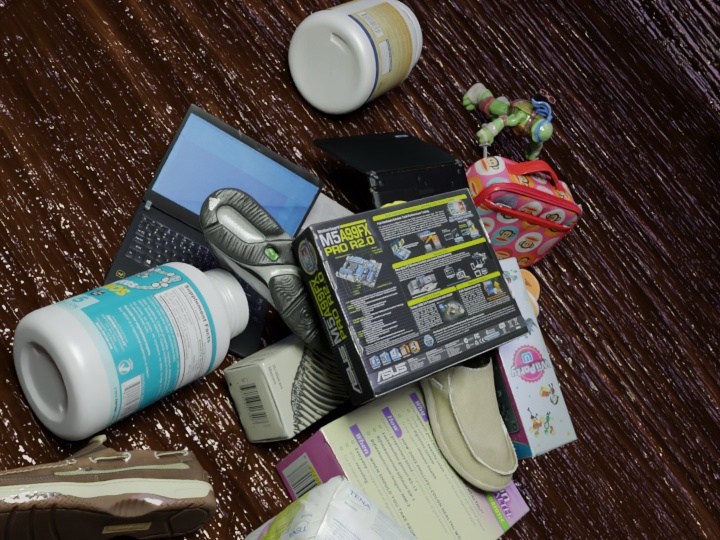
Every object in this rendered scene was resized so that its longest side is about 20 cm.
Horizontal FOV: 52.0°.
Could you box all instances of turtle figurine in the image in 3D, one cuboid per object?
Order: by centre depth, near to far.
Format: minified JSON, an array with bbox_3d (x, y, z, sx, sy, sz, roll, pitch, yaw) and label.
[{"bbox_3d":[0.253,-0.235,1.311,0.141,0.203,0.195,-13,38,-15],"label":"turtle figurine"}]

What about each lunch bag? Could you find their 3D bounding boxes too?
[{"bbox_3d":[0.222,-0.090,1.089,0.197,0.177,0.083,11,47,-32],"label":"lunch bag"}]

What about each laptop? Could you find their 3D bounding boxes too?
[{"bbox_3d":[-0.148,-0.040,0.787,0.175,0.103,0.202,28,44,-19],"label":"laptop"},{"bbox_3d":[0.052,-0.095,0.979,0.175,0.102,0.204,-14,89,-39],"label":"laptop"}]

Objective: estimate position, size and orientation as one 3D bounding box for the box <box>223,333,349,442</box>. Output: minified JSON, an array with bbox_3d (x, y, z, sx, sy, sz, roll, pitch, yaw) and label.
[{"bbox_3d":[-0.042,0.101,0.778,0.199,0.068,0.084,-26,97,-47],"label":"box"}]

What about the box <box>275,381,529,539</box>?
[{"bbox_3d":[0.045,0.221,0.750,0.198,0.097,0.178,-17,70,-46],"label":"box"}]

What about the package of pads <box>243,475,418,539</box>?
[{"bbox_3d":[-0.018,0.254,0.588,0.154,0.200,0.068,41,46,-5],"label":"package of pads"}]

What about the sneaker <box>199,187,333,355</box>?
[{"bbox_3d":[-0.081,0.001,0.740,0.201,0.115,0.076,46,78,-11],"label":"sneaker"}]

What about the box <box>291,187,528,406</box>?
[{"bbox_3d":[0.051,0.018,0.702,0.197,0.044,0.163,-16,78,-34],"label":"box"}]

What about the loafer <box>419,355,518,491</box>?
[{"bbox_3d":[0.106,0.123,0.753,0.075,0.068,0.203,-6,63,-43],"label":"loafer"}]

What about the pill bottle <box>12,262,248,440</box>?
[{"bbox_3d":[-0.194,0.060,0.662,0.199,0.111,0.112,-25,76,-49],"label":"pill bottle"}]

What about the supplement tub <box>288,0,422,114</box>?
[{"bbox_3d":[-0.001,-0.330,1.113,0.145,0.144,0.200,47,41,2],"label":"supplement tub"}]

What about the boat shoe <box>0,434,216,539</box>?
[{"bbox_3d":[-0.216,0.173,0.593,0.200,0.075,0.075,15,35,-39],"label":"boat shoe"}]

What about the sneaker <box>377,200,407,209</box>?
[{"bbox_3d":[0.000,0.000,0.815,0.199,0.075,0.085,-37,58,-13],"label":"sneaker"}]

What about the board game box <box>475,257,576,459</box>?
[{"bbox_3d":[0.143,0.108,0.828,0.063,0.147,0.204,-12,77,-26],"label":"board game box"}]

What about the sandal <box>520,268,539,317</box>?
[{"bbox_3d":[0.228,0.040,1.079,0.079,0.059,0.207,46,40,0],"label":"sandal"}]

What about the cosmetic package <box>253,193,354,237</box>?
[{"bbox_3d":[-0.050,-0.047,0.915,0.198,0.051,0.083,32,40,-17],"label":"cosmetic package"}]
